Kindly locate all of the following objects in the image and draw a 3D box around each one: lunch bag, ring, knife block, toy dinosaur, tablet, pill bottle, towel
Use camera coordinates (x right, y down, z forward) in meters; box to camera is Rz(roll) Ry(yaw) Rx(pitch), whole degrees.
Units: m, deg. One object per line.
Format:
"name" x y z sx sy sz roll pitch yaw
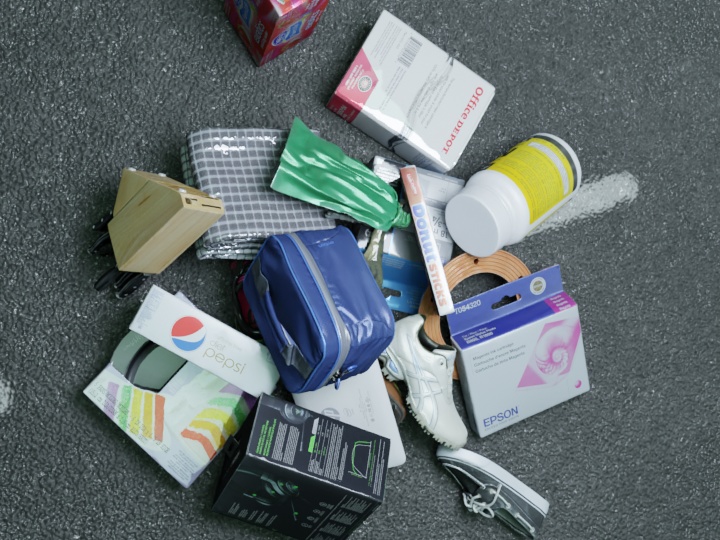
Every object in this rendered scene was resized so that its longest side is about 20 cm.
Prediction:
"lunch bag" -0.059 0.055 1.005 0.131 0.136 0.202 -10 60 -34
"ring" 0.171 0.064 1.185 0.197 0.019 0.204 -6 108 -18
"knife block" -0.268 -0.031 1.021 0.063 0.198 0.179 4 104 -48
"toy dinosaur" 0.000 0.000 1.110 0.087 0.047 0.204 10 94 -21
"tablet" -0.022 0.194 1.117 0.128 0.014 0.203 -14 107 8
"pill bottle" 0.218 -0.107 1.156 0.199 0.114 0.115 -35 96 -34
"towel" -0.129 -0.105 1.075 0.197 0.086 0.168 -5 70 -28

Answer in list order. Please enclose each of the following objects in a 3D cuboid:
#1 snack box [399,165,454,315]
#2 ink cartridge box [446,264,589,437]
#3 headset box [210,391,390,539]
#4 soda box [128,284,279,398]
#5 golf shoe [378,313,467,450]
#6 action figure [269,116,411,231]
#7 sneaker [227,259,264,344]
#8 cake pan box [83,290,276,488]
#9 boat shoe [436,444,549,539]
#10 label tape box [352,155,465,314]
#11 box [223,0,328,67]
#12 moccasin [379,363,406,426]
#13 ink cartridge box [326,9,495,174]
"snack box" 0.090 -0.039 1.101 0.024 0.072 0.203 -15 86 3
"ink cartridge box" 0.234 0.119 1.188 0.194 0.043 0.203 -20 111 -13
"headset box" -0.086 0.266 1.057 0.197 0.175 0.094 21 46 -11
"soda box" -0.197 0.095 1.051 0.198 0.068 0.064 31 79 -10
"golf shoe" 0.103 0.154 1.127 0.097 0.078 0.201 -35 94 16
"action figure" -0.019 -0.104 1.059 0.198 0.055 0.120 27 60 -16
"sneaker" -0.146 0.000 1.108 0.075 0.084 0.204 -11 88 -14
"cake pan box" -0.244 0.156 1.096 0.200 0.052 0.184 46 76 -7
"boat shoe" 0.185 0.325 1.178 0.198 0.073 0.069 37 65 -18
"label tape box" 0.061 -0.046 1.172 0.142 0.063 0.204 13 84 -12
"box" -0.112 -0.363 1.076 0.095 0.200 0.101 -34 95 -15
"moccasin" -0.006 0.132 1.144 0.074 0.078 0.201 -42 102 14
"ink cartridge box" 0.073 -0.251 1.174 0.198 0.084 0.146 32 80 -9
